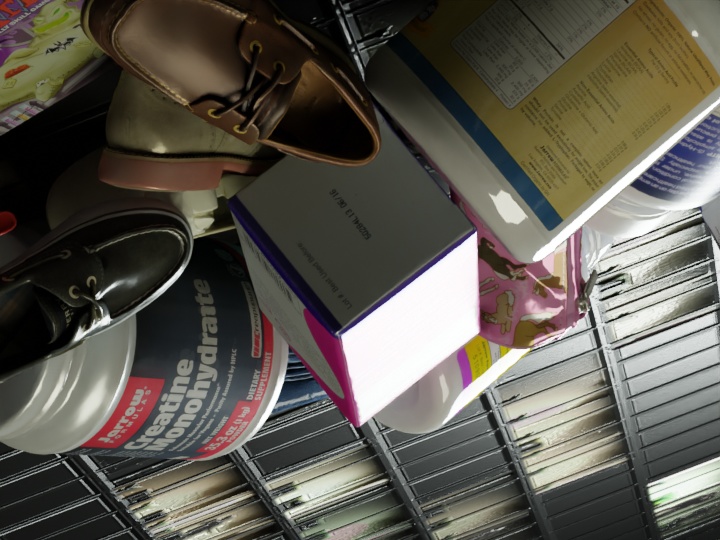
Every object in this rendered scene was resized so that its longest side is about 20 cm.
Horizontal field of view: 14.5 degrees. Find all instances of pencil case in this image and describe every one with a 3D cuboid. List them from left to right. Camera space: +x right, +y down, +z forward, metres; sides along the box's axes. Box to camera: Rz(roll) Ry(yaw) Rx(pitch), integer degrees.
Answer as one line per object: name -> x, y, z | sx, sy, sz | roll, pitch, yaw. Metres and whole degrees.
pencil case -> 0.096, -0.053, 1.668 | 0.086, 0.083, 0.201 | -6, 125, -2

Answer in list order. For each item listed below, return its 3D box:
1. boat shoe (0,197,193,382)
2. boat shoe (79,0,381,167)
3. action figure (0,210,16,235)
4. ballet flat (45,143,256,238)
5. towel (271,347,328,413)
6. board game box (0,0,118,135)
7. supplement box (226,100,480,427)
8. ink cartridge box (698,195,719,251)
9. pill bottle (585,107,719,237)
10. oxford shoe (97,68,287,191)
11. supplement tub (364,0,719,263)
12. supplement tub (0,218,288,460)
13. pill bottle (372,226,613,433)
boat shoe -> -0.173, 0.022, 1.549 | 0.200, 0.057, 0.069 | -26, 118, -22
boat shoe -> -0.058, -0.104, 1.439 | 0.072, 0.068, 0.200 | -51, 141, 13
action figure -> -0.282, -0.006, 1.557 | 0.099, 0.065, 0.200 | -8, 165, -38
ballet flat -> -0.082, -0.051, 1.635 | 0.199, 0.070, 0.070 | -13, 157, -26
towel -> 0.017, 0.038, 1.920 | 0.199, 0.049, 0.112 | -17, -165, -8
board game box -> -0.169, -0.125, 1.455 | 0.200, 0.032, 0.120 | -29, 153, 20
supplement box -> 0.000, 0.000, 1.610 | 0.103, 0.101, 0.200 | -37, 165, -10
ink cartridge box -> 0.263, -0.090, 1.756 | 0.076, 0.137, 0.200 | -12, 157, -35
pill bottle -> 0.191, -0.106, 1.681 | 0.119, 0.120, 0.200 | -7, 154, -30
oxford shoe -> -0.080, -0.089, 1.544 | 0.071, 0.074, 0.200 | 7, -170, 16
supplement tub -> 0.118, -0.118, 1.512 | 0.200, 0.145, 0.145 | -41, 156, 1
supplement tub -> -0.154, 0.042, 1.702 | 0.140, 0.141, 0.200 | -36, 154, 33
pill bottle -> 0.076, 0.012, 1.810 | 0.200, 0.104, 0.104 | -38, 171, -36
